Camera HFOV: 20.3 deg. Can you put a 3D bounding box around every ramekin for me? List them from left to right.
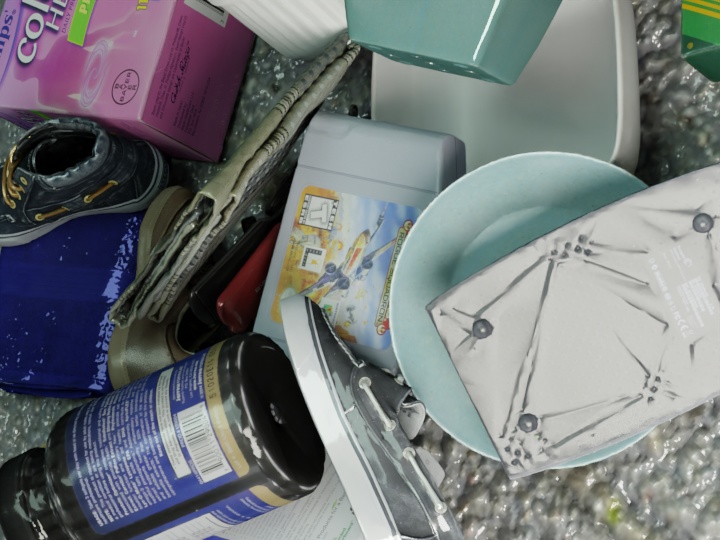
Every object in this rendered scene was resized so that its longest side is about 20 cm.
[{"bbox_3d":[-0.015,-0.237,1.439,0.202,0.094,0.203,-40,18,15],"label":"ramekin"}]

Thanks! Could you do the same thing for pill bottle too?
[{"bbox_3d":[-0.132,0.126,1.300,0.199,0.112,0.113,-24,60,19],"label":"pill bottle"}]

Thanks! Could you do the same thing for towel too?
[{"bbox_3d":[-0.224,0.003,1.599,0.147,0.049,0.202,4,76,32],"label":"towel"},{"bbox_3d":[-0.083,-0.055,1.385,0.200,0.034,0.193,-52,3,-38],"label":"towel"}]

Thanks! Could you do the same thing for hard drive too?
[{"bbox_3d":[0.155,0.030,1.229,0.199,0.042,0.136,-26,96,10],"label":"hard drive"}]

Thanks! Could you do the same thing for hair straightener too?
[{"bbox_3d":[-0.061,-0.043,1.451,0.077,0.041,0.201,10,59,48],"label":"hair straightener"}]

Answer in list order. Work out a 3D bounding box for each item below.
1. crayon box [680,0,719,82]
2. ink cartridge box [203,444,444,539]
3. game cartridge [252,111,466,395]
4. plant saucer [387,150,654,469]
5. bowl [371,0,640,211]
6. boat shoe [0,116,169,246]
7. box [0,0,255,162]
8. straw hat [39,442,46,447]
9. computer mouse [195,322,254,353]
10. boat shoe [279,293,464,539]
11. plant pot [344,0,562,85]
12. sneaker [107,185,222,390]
[{"bbox_3d":[0.298,-0.202,1.256,0.199,0.051,0.128,-11,67,35],"label":"crayon box"},{"bbox_3d":[-0.071,0.186,1.315,0.199,0.047,0.198,7,58,45],"label":"ink cartridge box"},{"bbox_3d":[0.000,0.000,1.335,0.133,0.041,0.202,12,87,41],"label":"game cartridge"},{"bbox_3d":[0.118,0.023,1.273,0.199,0.039,0.203,1,100,4],"label":"plant saucer"},{"bbox_3d":[0.106,-0.119,1.362,0.199,0.074,0.202,-16,65,33],"label":"bowl"},{"bbox_3d":[-0.252,-0.075,1.557,0.199,0.091,0.071,-12,67,28],"label":"boat shoe"},{"bbox_3d":[-0.188,-0.192,1.603,0.199,0.096,0.177,9,79,40],"label":"box"},{"bbox_3d":[-0.166,0.152,1.463,0.200,0.201,0.085,-24,101,30],"label":"straw hat"},{"bbox_3d":[-0.064,0.010,1.475,0.199,0.034,0.059,-31,58,27],"label":"computer mouse"},{"bbox_3d":[0.007,0.092,1.251,0.067,0.072,0.201,-23,56,-2],"label":"boat shoe"},{"bbox_3d":[0.070,-0.228,1.278,0.140,0.141,0.202,13,92,20],"label":"plant pot"},{"bbox_3d":[-0.127,0.017,1.487,0.075,0.071,0.201,-3,46,14],"label":"sneaker"}]
